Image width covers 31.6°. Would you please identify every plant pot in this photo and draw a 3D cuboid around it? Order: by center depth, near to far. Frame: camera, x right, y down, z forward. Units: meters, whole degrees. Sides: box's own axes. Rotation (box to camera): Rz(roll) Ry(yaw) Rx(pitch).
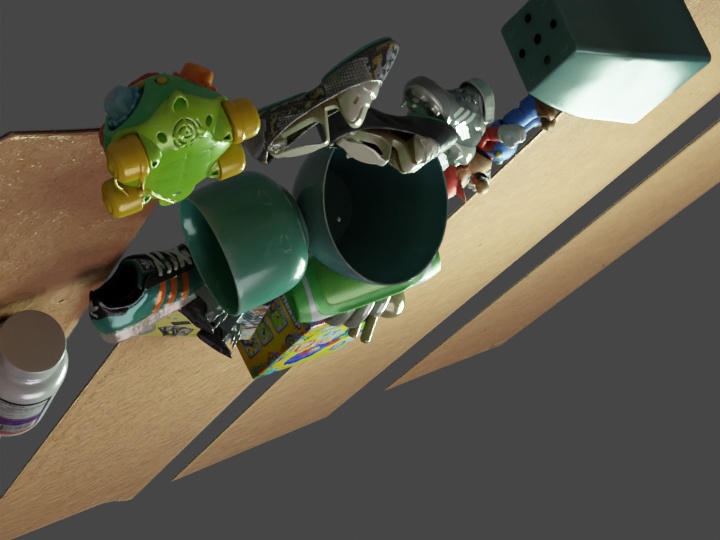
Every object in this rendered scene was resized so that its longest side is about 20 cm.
[{"bbox_3d":[0.273,-0.267,1.481,0.198,0.143,0.141,-6,156,-40],"label":"plant pot"},{"bbox_3d":[-0.009,-0.082,1.555,0.199,0.203,0.134,-16,-171,-39],"label":"plant pot"}]

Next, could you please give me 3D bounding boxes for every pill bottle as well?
[{"bbox_3d":[-0.433,0.127,1.610,0.111,0.112,0.200,-19,164,-32],"label":"pill bottle"}]

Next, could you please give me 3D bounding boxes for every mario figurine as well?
[{"bbox_3d":[0.192,-0.158,1.779,0.199,0.106,0.124,-36,132,3],"label":"mario figurine"}]

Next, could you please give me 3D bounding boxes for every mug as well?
[{"bbox_3d":[-0.137,-0.049,1.503,0.113,0.185,0.153,-25,143,-20],"label":"mug"}]

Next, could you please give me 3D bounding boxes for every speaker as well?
[{"bbox_3d":[0.000,0.000,1.644,0.198,0.089,0.089,-20,166,-12],"label":"speaker"}]

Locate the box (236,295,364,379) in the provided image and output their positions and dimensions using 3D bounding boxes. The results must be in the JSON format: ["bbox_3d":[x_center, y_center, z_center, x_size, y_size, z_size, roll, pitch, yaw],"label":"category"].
[{"bbox_3d":[-0.080,0.058,2.041,0.199,0.123,0.193,-16,162,-41],"label":"box"}]

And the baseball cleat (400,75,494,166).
[{"bbox_3d":[0.110,-0.207,1.561,0.107,0.069,0.200,-58,157,-9],"label":"baseball cleat"}]

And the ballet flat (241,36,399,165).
[{"bbox_3d":[-0.035,-0.172,1.362,0.199,0.073,0.072,-29,167,5],"label":"ballet flat"}]

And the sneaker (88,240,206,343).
[{"bbox_3d":[-0.253,0.008,1.602,0.199,0.071,0.080,-38,145,-21],"label":"sneaker"}]

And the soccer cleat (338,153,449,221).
[{"bbox_3d":[0.030,-0.137,1.661,0.198,0.070,0.087,-29,151,-3],"label":"soccer cleat"}]

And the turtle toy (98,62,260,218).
[{"bbox_3d":[-0.184,-0.121,1.180,0.145,0.102,0.200,-22,167,-23],"label":"turtle toy"}]

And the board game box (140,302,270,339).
[{"bbox_3d":[-0.233,0.052,1.726,0.197,0.035,0.136,3,157,-17],"label":"board game box"}]

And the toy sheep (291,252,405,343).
[{"bbox_3d":[-0.026,0.016,1.742,0.198,0.139,0.138,21,143,-23],"label":"toy sheep"}]

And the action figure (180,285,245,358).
[{"bbox_3d":[-0.141,0.007,1.631,0.201,0.069,0.131,-55,155,-22],"label":"action figure"}]

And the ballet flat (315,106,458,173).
[{"bbox_3d":[0.033,-0.146,1.457,0.198,0.074,0.073,11,146,-35],"label":"ballet flat"}]
